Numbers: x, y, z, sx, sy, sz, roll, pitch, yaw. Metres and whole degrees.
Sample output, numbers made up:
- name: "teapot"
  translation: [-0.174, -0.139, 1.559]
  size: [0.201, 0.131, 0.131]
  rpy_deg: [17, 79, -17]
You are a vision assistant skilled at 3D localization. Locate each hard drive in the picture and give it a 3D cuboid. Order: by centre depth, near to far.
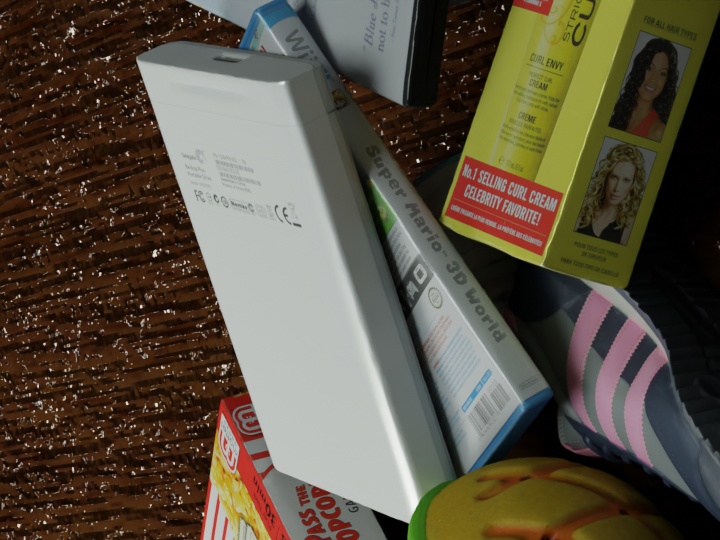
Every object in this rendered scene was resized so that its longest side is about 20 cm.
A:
- name: "hard drive"
  translation: [-0.027, 0.003, 1.144]
  size: [0.132, 0.027, 0.201]
  rpy_deg: [15, 127, 57]

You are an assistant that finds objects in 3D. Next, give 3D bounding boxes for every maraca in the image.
- name: "maraca"
  translation: [0.083, 0.145, 1.050]
  size: [0.107, 0.137, 0.200]
  rpy_deg: [-63, 21, 23]

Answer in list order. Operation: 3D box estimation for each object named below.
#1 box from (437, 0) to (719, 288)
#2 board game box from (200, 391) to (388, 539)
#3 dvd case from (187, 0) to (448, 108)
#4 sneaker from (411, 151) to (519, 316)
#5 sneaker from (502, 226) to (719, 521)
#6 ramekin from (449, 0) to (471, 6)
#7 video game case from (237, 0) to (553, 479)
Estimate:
- name: "box"
  translation: [0.098, -0.100, 1.064]
  size: [0.075, 0.050, 0.201]
  rpy_deg: [26, 100, 51]
- name: "board game box"
  translation: [-0.028, 0.174, 1.293]
  size: [0.200, 0.046, 0.152]
  rpy_deg: [101, 148, -47]
- name: "dvd case"
  translation: [-0.023, -0.163, 1.122]
  size: [0.200, 0.017, 0.143]
  rpy_deg: [30, 120, 50]
- name: "sneaker"
  translation: [0.045, 0.014, 1.194]
  size: [0.081, 0.076, 0.200]
  rpy_deg: [57, 145, 23]
- name: "sneaker"
  translation: [0.120, 0.057, 1.087]
  size: [0.200, 0.070, 0.082]
  rpy_deg: [58, 133, 45]
- name: "ramekin"
  translation: [0.018, -0.204, 1.164]
  size: [0.200, 0.105, 0.201]
  rpy_deg: [11, 104, 55]
- name: "video game case"
  translation: [0.000, 0.000, 1.143]
  size: [0.200, 0.018, 0.143]
  rpy_deg: [56, 155, 13]
